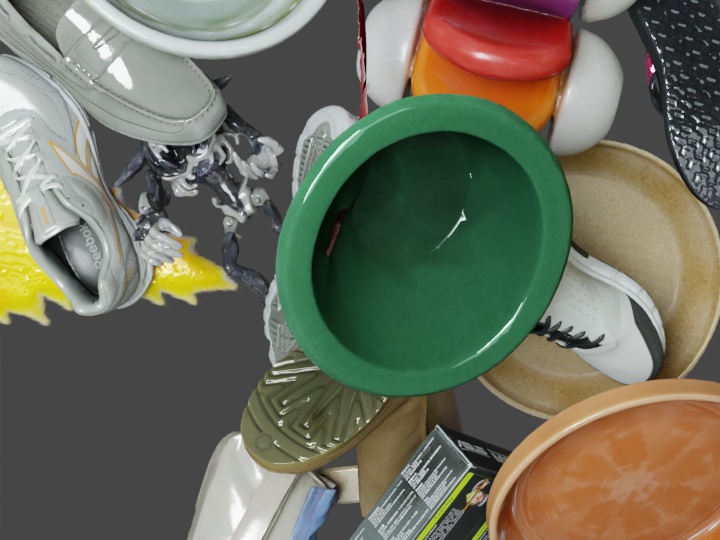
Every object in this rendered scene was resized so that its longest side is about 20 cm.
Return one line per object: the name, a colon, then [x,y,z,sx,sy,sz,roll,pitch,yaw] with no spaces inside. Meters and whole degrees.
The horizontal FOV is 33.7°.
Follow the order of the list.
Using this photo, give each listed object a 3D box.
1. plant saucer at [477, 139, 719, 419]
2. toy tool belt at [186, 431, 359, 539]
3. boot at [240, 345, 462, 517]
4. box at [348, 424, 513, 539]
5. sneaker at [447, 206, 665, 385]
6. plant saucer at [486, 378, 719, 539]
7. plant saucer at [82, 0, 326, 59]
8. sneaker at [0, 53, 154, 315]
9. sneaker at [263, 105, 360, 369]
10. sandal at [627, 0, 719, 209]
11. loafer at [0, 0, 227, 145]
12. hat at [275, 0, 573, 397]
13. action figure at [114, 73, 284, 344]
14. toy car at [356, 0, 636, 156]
plant saucer: [0.156,0.007,0.845,0.197,0.035,0.203,0,101,2]
toy tool belt: [-0.068,0.222,0.848,0.121,0.125,0.203,18,82,-8]
boot: [0.007,0.110,0.769,0.175,0.201,0.066,-37,59,-23]
box: [0.056,0.213,0.826,0.192,0.048,0.201,25,105,-46]
sneaker: [0.122,0.020,0.768,0.200,0.081,0.073,41,139,-22]
plant saucer: [0.177,0.143,0.762,0.197,0.033,0.202,-5,129,-6]
plant saucer: [-0.110,-0.224,0.775,0.197,0.050,0.203,5,74,-17]
sneaker: [-0.212,-0.059,0.814,0.075,0.092,0.201,-31,98,8]
sneaker: [0.000,0.000,0.770,0.098,0.078,0.203,4,108,-31]
sandal: [0.228,-0.140,0.816,0.074,0.045,0.202,-19,86,0]
loafer: [-0.173,-0.147,0.774,0.198,0.070,0.070,29,66,16]
hat: [0.024,-0.053,0.712,0.164,0.176,0.202,23,106,-22]
action figure: [-0.094,-0.051,0.809,0.119,0.102,0.200,-42,101,10]
toy car: [0.089,-0.169,0.746,0.173,0.150,0.203,13,98,6]
